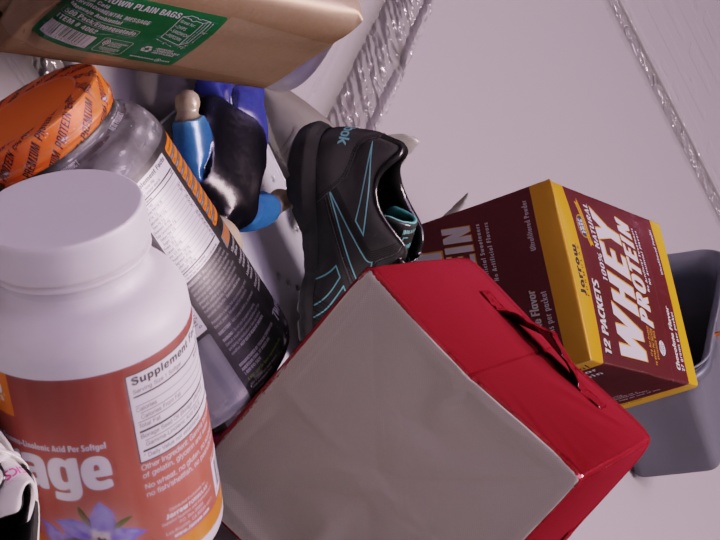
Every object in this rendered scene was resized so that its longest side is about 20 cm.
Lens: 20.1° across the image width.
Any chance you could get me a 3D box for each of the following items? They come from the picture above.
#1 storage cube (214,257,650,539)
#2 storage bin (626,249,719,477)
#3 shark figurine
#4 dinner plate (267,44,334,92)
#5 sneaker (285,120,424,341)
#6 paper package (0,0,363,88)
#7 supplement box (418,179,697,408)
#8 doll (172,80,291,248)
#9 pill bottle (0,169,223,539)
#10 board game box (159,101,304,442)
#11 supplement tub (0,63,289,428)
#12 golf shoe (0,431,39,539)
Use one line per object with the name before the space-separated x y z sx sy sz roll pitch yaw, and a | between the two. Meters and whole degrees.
storage cube | 0.037 0.114 1.192 0.171 0.200 0.180 45 15 13
storage bin | 0.300 0.091 1.908 0.200 0.145 0.135 -68 143 -52
shark figurine | 0.016 -0.064 1.477 0.214 0.089 0.128 39 19 -40
dinner plate | -0.047 -0.223 1.403 0.024 0.200 0.201 10 61 -29
sneaker | 0.000 0.000 1.361 0.075 0.079 0.200 -45 133 -62
paper package | -0.117 -0.211 1.165 0.200 0.103 0.191 6 60 -42
supplement box | 0.111 0.040 1.501 0.200 0.197 0.133 15 60 -58
doll | -0.084 -0.081 1.314 0.136 0.048 0.200 51 33 -45
pill bottle | -0.138 0.055 1.050 0.112 0.112 0.200 -62 150 -55
board game box | -0.090 -0.010 1.343 0.200 0.026 0.200 65 27 -14
supplement tub | -0.137 -0.009 1.148 0.200 0.122 0.123 58 30 -24
golf shoe | -0.195 0.100 1.006 0.073 0.092 0.200 3 69 -61
